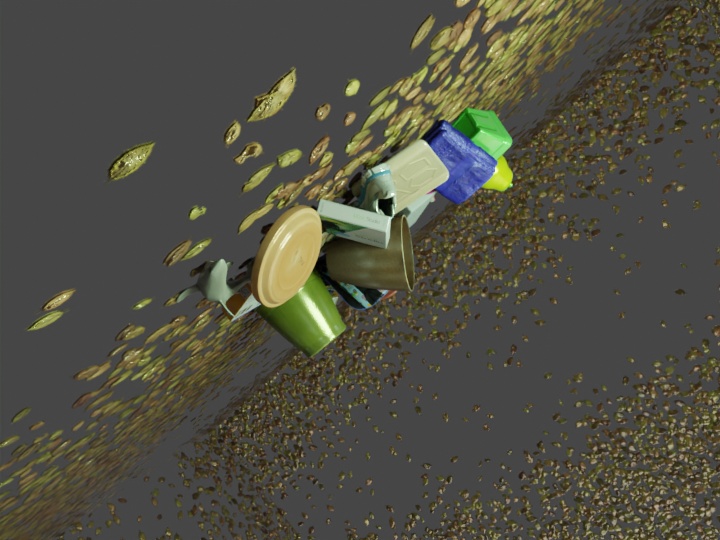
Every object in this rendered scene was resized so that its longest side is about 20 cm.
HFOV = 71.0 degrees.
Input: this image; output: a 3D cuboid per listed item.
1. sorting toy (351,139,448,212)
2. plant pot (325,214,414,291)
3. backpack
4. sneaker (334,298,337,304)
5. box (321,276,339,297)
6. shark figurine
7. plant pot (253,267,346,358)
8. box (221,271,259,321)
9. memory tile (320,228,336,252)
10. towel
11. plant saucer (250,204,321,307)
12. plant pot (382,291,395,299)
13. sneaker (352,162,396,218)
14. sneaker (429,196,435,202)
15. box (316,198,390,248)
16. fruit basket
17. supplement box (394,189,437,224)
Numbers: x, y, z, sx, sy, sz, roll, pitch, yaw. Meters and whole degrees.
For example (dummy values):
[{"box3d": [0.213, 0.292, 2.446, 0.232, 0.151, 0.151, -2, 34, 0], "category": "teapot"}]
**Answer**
[{"box3d": [0.091, -0.201, 1.116, 0.184, 0.037, 0.200, -32, 158, 16], "category": "sorting toy"}, {"box3d": [0.022, -0.033, 1.254, 0.198, 0.189, 0.187, -6, -179, 14], "category": "plant pot"}, {"box3d": [0.000, 0.000, 1.429, 0.183, 0.200, 0.134, -44, 172, 18], "category": "backpack"}, {"box3d": [-0.133, 0.079, 1.819, 0.071, 0.112, 0.201, 117, -7, -67], "category": "sneaker"}, {"box3d": [-0.063, 0.035, 1.545, 0.199, 0.070, 0.064, -7, 142, -41], "category": "box"}, {"box3d": [-0.230, 0.041, 0.899, 0.128, 0.090, 0.214, -41, 171, 8], "category": "shark figurine"}, {"box3d": [-0.144, 0.118, 1.333, 0.200, 0.193, 0.200, -39, 177, -2], "category": "plant pot"}, {"box3d": [-0.223, 0.035, 1.100, 0.200, 0.042, 0.119, -44, 173, 38], "category": "box"}, {"box3d": [-0.122, -0.048, 1.224, 0.200, 0.017, 0.153, -38, 172, -25], "category": "memory tile"}, {"box3d": [0.213, -0.246, 1.187, 0.148, 0.199, 0.050, -46, -145, 27], "category": "towel"}, {"box3d": [-0.128, -0.022, 0.939, 0.201, 0.032, 0.201, -53, 159, -31], "category": "plant saucer"}, {"box3d": [0.054, -0.019, 1.727, 0.200, 0.201, 0.195, -40, 165, -8], "category": "plant pot"}, {"box3d": [0.035, -0.130, 1.050, 0.075, 0.087, 0.200, -22, 161, -12], "category": "sneaker"}, {"box3d": [0.173, -0.238, 1.481, 0.074, 0.081, 0.200, -13, 180, 14], "category": "sneaker"}, {"box3d": [-0.009, -0.094, 1.062, 0.200, 0.143, 0.037, 70, 35, -81], "category": "box"}, {"box3d": [0.301, -0.286, 1.290, 0.214, 0.156, 0.216, -12, 145, -9], "category": "fruit basket"}, {"box3d": [0.107, -0.175, 1.344, 0.103, 0.101, 0.200, -39, 173, -20], "category": "supplement box"}]
